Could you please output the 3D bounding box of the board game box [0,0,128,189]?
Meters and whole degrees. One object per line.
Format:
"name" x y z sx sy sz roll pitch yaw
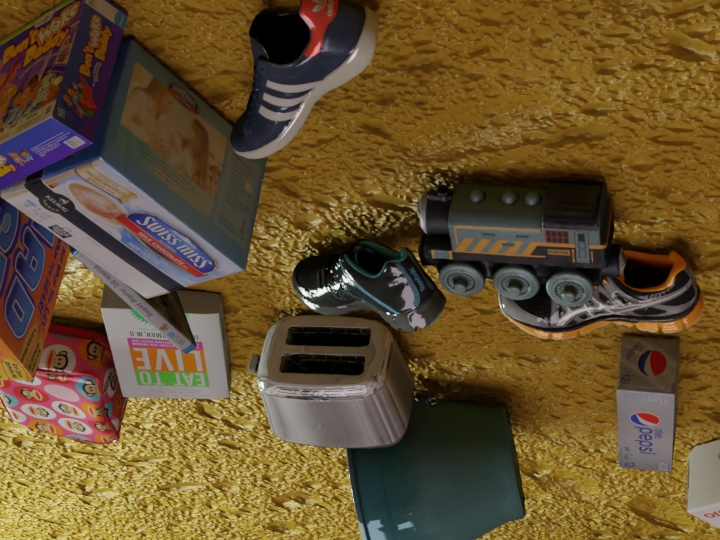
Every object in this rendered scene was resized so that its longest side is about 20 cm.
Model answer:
"board game box" -0.291 -0.145 1.383 0.199 0.136 0.045 -20 139 41

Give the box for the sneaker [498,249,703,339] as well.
"sneaker" 0.232 0.014 1.561 0.198 0.079 0.078 -5 141 11

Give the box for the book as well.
"book" -0.219 0.083 1.849 0.132 0.048 0.201 4 148 3

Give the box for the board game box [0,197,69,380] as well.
"board game box" -0.418 -0.030 1.552 0.198 0.202 0.201 0 148 17

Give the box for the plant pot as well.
"plant pot" 0.092 0.237 1.877 0.186 0.202 0.201 -11 147 7

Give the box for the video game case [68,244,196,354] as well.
"video game case" -0.238 -0.017 1.591 0.018 0.144 0.200 -33 138 8

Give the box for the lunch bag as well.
"lunch bag" -0.376 0.135 1.942 0.174 0.083 0.201 9 151 4

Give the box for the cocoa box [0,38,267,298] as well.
"cocoa box" -0.199 -0.087 1.453 0.130 0.135 0.200 -14 142 34

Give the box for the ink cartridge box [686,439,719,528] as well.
"ink cartridge box" 0.501 0.267 1.889 0.199 0.085 0.146 27 147 -28

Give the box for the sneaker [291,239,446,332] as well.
"sneaker" 0.000 0.000 1.590 0.199 0.073 0.082 8 136 46

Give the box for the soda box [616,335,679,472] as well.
"soda box" 0.315 0.148 1.761 0.063 0.069 0.201 4 149 12

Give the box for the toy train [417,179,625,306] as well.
"toy train" 0.148 -0.033 1.499 0.198 0.086 0.115 5 137 15

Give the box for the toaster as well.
"toaster" -0.023 0.123 1.781 0.198 0.115 0.130 2 147 17

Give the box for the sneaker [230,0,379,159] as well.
"sneaker" -0.070 -0.169 1.339 0.084 0.076 0.200 24 138 -26
